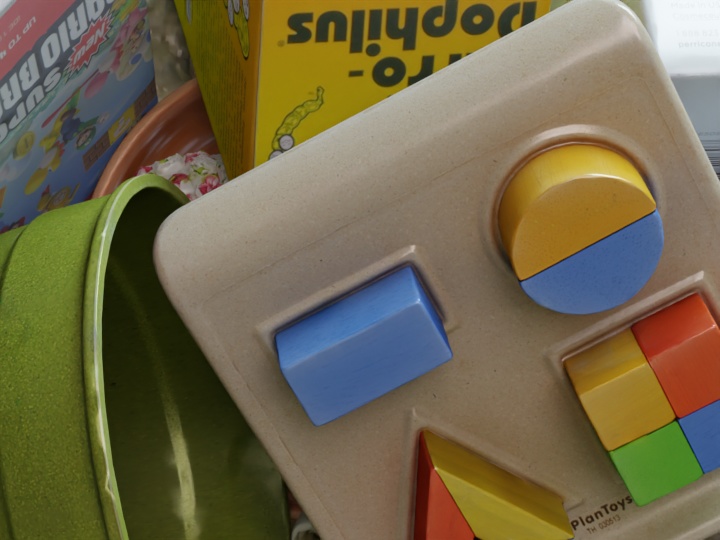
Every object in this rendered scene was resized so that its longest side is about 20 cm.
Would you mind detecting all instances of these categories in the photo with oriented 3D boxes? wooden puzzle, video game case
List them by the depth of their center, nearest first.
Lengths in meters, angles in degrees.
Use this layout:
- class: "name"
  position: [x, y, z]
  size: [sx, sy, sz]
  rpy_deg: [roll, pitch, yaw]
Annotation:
- class: "wooden puzzle"
  position: [0.052, 0.032, 0.779]
  size: [0.185, 0.046, 0.200]
  rpy_deg: [-27, 112, 7]
- class: "video game case"
  position: [-0.130, -0.053, 0.845]
  size: [0.017, 0.200, 0.143]
  rpy_deg: [35, 71, 12]

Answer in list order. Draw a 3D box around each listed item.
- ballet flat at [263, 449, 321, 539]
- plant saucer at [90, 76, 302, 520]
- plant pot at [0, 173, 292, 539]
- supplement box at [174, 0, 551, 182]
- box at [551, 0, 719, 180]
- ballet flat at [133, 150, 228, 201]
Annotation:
- class: "ballet flat"
  position: [-0.002, 0.078, 0.861]
  size: [0.063, 0.069, 0.201]
  rpy_deg: [-5, 111, 13]
- class: "plant saucer"
  position: [-0.018, 0.007, 0.935]
  size: [0.199, 0.037, 0.201]
  rpy_deg: [3, 73, -10]
- class: "plant pot"
  position: [-0.145, 0.082, 0.806]
  size: [0.192, 0.200, 0.201]
  rpy_deg: [-11, 75, 13]
- class: "supplement box"
  position: [-0.007, -0.114, 0.881]
  size: [0.108, 0.110, 0.200]
  rpy_deg: [-5, 37, -13]
- class: "box"
  position: [0.133, -0.128, 0.925]
  size: [0.106, 0.152, 0.201]
  rpy_deg: [-1, 65, -11]
- class: "ballet flat"
  position: [0.000, 0.000, 0.887]
  size: [0.199, 0.064, 0.076]
  rpy_deg: [23, 72, -3]
